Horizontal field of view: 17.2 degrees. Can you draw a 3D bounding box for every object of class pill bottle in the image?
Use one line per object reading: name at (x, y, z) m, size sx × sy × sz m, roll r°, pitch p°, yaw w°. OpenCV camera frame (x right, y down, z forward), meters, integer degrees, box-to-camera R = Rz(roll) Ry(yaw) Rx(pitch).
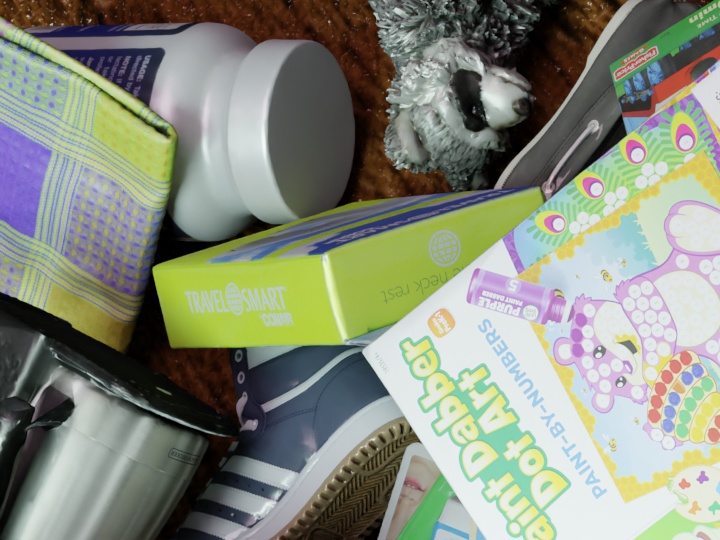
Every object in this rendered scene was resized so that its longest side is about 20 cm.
pill bottle at (-0.110, -0.073, 1.261) m, size 0.200 × 0.116 × 0.116 m, roll 2°, pitch 69°, yaw 30°

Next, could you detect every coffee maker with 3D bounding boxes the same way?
coffee maker at (-0.179, 0.121, 1.148) m, size 0.192 × 0.135 × 0.200 m, roll 28°, pitch 90°, yaw 53°

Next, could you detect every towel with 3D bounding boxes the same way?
towel at (-0.171, -0.025, 1.235) m, size 0.144 × 0.023 × 0.200 m, roll 31°, pitch 128°, yaw 12°

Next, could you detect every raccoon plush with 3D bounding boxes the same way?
raccoon plush at (0.030, -0.117, 1.246) m, size 0.200 × 0.097 × 0.134 m, roll 24°, pitch 95°, yaw 63°

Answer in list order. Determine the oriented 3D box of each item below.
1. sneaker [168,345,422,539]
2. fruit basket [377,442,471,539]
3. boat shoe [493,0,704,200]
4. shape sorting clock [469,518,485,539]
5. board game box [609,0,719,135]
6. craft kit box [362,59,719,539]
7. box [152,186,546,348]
sneaker at (-0.056, 0.106, 1.181) m, size 0.200 × 0.070 × 0.109 m, roll -41°, pitch 50°, yaw 11°
fruit basket at (0.059, 0.195, 1.064) m, size 0.185 × 0.094 × 0.200 m, roll 20°, pitch 82°, yaw 34°
boat shoe at (0.117, -0.047, 1.151) m, size 0.057 × 0.067 × 0.200 m, roll 18°, pitch 75°, yaw 50°
shape sorting clock at (0.139, 0.108, 0.978) m, size 0.200 × 0.039 × 0.200 m, roll -7°, pitch 70°, yaw 20°
board game box at (0.191, -0.063, 1.021) m, size 0.151 × 0.037 × 0.200 m, roll -32°, pitch 34°, yaw 18°
craft kit box at (0.131, 0.052, 0.931) m, size 0.197 × 0.049 × 0.200 m, roll -41°, pitch 70°, yaw 18°
box at (0.000, 0.000, 1.106) m, size 0.200 × 0.122 × 0.048 m, roll -3°, pitch 103°, yaw 60°
